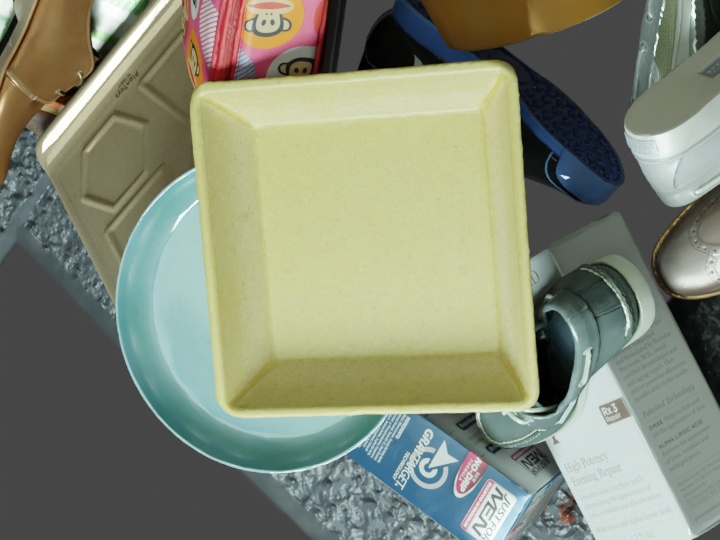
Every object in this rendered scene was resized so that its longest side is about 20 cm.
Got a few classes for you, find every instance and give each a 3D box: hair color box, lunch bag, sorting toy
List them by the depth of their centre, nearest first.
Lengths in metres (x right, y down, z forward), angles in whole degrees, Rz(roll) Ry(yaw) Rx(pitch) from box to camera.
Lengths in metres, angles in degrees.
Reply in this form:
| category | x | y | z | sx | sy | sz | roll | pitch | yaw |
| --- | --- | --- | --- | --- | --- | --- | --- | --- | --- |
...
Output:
| category | x | y | z | sx | sy | sz | roll | pitch | yaw |
| --- | --- | --- | --- | --- | --- | --- | --- | --- | --- |
| lunch bag | -0.063 | -0.210 | 1.099 | 0.081 | 0.201 | 0.177 | 1 | 137 | -13 |
| sorting toy | -0.121 | -0.075 | 1.197 | 0.185 | 0.036 | 0.201 | -47 | 55 | 17 |
| hair color box | 0.038 | 0.103 | 1.208 | 0.199 | 0.100 | 0.061 | 35 | 111 | 16 |

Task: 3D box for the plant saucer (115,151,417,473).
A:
| category | x | y | z | sx | sy | sz | roll | pitch | yaw |
| --- | --- | --- | --- | --- | --- | --- | --- | --- | --- |
| plant saucer | -0.057 | 0.026 | 1.121 | 0.198 | 0.027 | 0.202 | 2 | 98 | 16 |

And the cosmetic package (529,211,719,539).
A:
| category | x | y | z | sx | sy | sz | roll | pitch | yaw |
| --- | --- | --- | --- | --- | --- | --- | --- | --- | --- |
| cosmetic package | 0.161 | 0.076 | 1.144 | 0.201 | 0.074 | 0.102 | 61 | 148 | 4 |

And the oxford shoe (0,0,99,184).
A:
| category | x | y | z | sx | sy | sz | roll | pitch | yaw |
| --- | --- | --- | --- | --- | --- | --- | --- | --- | --- |
| oxford shoe | -0.221 | -0.136 | 1.233 | 0.071 | 0.071 | 0.201 | 18 | 113 | -19 |

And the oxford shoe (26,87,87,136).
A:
| category | x | y | z | sx | sy | sz | roll | pitch | yaw |
| --- | --- | --- | --- | --- | --- | --- | --- | --- | --- |
| oxford shoe | -0.201 | -0.091 | 1.302 | 0.198 | 0.071 | 0.074 | 22 | 112 | 19 |

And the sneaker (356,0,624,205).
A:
| category | x | y | z | sx | sy | sz | roll | pitch | yaw |
| --- | --- | --- | --- | --- | --- | --- | --- | --- | --- |
| sneaker | 0.082 | -0.099 | 1.179 | 0.200 | 0.070 | 0.078 | 43 | 121 | 16 |

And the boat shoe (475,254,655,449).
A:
| category | x | y | z | sx | sy | sz | roll | pitch | yaw |
| --- | --- | --- | --- | --- | --- | --- | --- | --- | --- |
| boat shoe | 0.107 | 0.059 | 1.088 | 0.073 | 0.061 | 0.200 | 54 | 146 | 13 |

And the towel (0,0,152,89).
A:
| category | x | y | z | sx | sy | sz | roll | pitch | yaw |
| --- | --- | --- | --- | --- | --- | --- | --- | --- | --- |
| towel | -0.203 | -0.230 | 1.235 | 0.151 | 0.023 | 0.201 | 23 | 118 | -14 |

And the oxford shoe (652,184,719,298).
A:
| category | x | y | z | sx | sy | sz | roll | pitch | yaw |
| --- | --- | --- | --- | --- | --- | --- | --- | --- | --- |
| oxford shoe | 0.259 | -0.041 | 1.093 | 0.199 | 0.073 | 0.072 | -33 | 85 | 25 |

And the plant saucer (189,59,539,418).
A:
| category | x | y | z | sx | sy | sz | roll | pitch | yaw |
| --- | --- | --- | --- | --- | --- | --- | --- | --- | --- |
| plant saucer | 0.007 | -0.018 | 1.058 | 0.198 | 0.048 | 0.202 | -2 | 98 | 17 |

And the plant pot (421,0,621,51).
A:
| category | x | y | z | sx | sy | sz | roll | pitch | yaw |
| --- | --- | --- | --- | --- | --- | --- | --- | --- | --- |
| plant pot | 0.084 | -0.243 | 1.096 | 0.198 | 0.200 | 0.185 | -10 | 110 | 25 |

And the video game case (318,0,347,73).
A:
| category | x | y | z | sx | sy | sz | roll | pitch | yaw |
| --- | --- | --- | --- | --- | --- | --- | --- | --- | --- |
| video game case | -0.075 | -0.196 | 1.244 | 0.142 | 0.017 | 0.202 | 17 | 112 | 21 |

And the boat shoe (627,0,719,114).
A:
| category | x | y | z | sx | sy | sz | roll | pitch | yaw |
| --- | --- | --- | --- | --- | --- | --- | --- | --- | --- |
| boat shoe | 0.201 | -0.173 | 1.109 | 0.064 | 0.074 | 0.204 | 15 | 112 | 41 |

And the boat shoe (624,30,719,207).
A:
| category | x | y | z | sx | sy | sz | roll | pitch | yaw |
| --- | --- | --- | --- | --- | --- | --- | --- | --- | --- |
| boat shoe | 0.247 | -0.110 | 1.069 | 0.072 | 0.200 | 0.069 | 26 | 149 | 52 |
